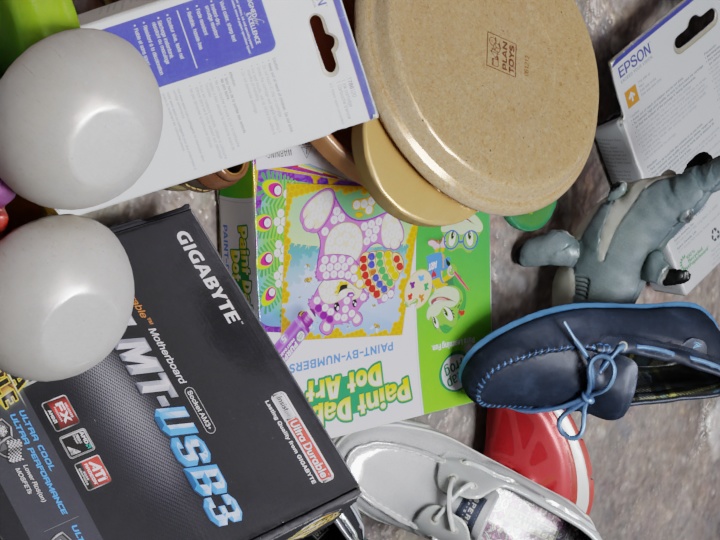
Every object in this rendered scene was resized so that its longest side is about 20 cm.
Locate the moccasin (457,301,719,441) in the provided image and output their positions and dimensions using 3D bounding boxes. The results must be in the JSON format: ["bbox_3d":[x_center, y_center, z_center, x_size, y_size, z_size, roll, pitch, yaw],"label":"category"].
[{"bbox_3d":[0.164,0.062,1.128,0.199,0.068,0.081,-10,141,-21],"label":"moccasin"}]

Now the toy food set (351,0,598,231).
[{"bbox_3d":[0.072,-0.122,1.038,0.197,0.049,0.201,-1,77,-39],"label":"toy food set"}]

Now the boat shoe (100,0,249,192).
[{"bbox_3d":[-0.099,-0.141,0.960,0.072,0.067,0.201,-22,110,-37],"label":"boat shoe"}]

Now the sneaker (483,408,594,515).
[{"bbox_3d":[0.098,0.178,1.173,0.115,0.078,0.201,-25,111,-37],"label":"sneaker"}]

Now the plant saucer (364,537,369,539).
[{"bbox_3d":[-0.025,0.270,1.108,0.199,0.036,0.201,-8,102,-40],"label":"plant saucer"}]

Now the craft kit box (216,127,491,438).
[{"bbox_3d":[0.000,0.000,1.085,0.199,0.048,0.199,-11,106,-39],"label":"craft kit box"}]

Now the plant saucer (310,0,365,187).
[{"bbox_3d":[0.020,-0.139,1.054,0.199,0.032,0.202,12,70,-36],"label":"plant saucer"}]

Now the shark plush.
[{"bbox_3d":[0.204,-0.017,1.179,0.091,0.200,0.084,20,40,-49],"label":"shark plush"}]

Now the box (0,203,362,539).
[{"bbox_3d":[-0.129,0.079,0.910,0.198,0.050,0.201,-20,71,-35],"label":"box"}]

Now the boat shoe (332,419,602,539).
[{"bbox_3d":[0.069,0.154,1.107,0.199,0.068,0.072,29,86,-14],"label":"boat shoe"}]

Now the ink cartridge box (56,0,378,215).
[{"bbox_3d":[-0.098,-0.099,0.913,0.199,0.039,0.100,-16,112,3],"label":"ink cartridge box"}]

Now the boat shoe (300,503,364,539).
[{"bbox_3d":[-0.073,0.114,0.988,0.072,0.068,0.200,-43,108,5],"label":"boat shoe"}]

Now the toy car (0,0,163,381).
[{"bbox_3d":[-0.192,-0.050,0.796,0.149,0.175,0.201,-5,120,-35],"label":"toy car"}]

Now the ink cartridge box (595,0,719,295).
[{"bbox_3d":[0.260,-0.117,1.293,0.199,0.040,0.201,-38,119,-30],"label":"ink cartridge box"}]
